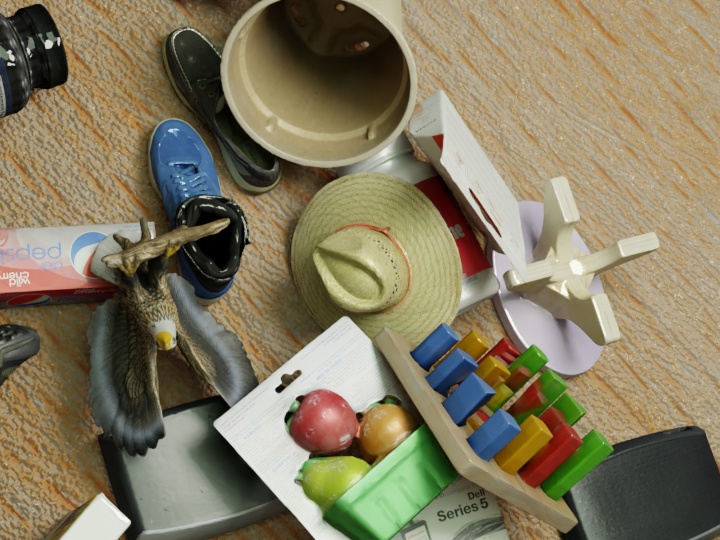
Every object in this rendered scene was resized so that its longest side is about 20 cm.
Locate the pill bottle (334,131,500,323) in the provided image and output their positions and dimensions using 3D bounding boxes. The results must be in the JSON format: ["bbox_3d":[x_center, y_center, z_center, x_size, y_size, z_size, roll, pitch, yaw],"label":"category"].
[{"bbox_3d":[0.056,-0.042,1.794,0.112,0.112,0.201,-26,84,-23],"label":"pill bottle"}]

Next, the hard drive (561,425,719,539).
[{"bbox_3d":[0.307,0.249,1.832,0.199,0.042,0.135,-15,80,-22],"label":"hard drive"}]

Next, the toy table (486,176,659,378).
[{"bbox_3d":[0.222,0.006,1.834,0.183,0.117,0.201,-26,83,-23],"label":"toy table"}]

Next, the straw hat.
[{"bbox_3d":[0.000,0.000,1.715,0.202,0.201,0.085,61,25,5],"label":"straw hat"}]

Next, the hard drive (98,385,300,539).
[{"bbox_3d":[-0.148,0.194,1.688,0.199,0.042,0.135,-14,80,-21],"label":"hard drive"}]

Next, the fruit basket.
[{"bbox_3d":[-0.013,0.170,1.648,0.200,0.094,0.185,44,63,14],"label":"fruit basket"}]

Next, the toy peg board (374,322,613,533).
[{"bbox_3d":[0.142,0.132,1.682,0.098,0.200,0.199,-45,136,11],"label":"toy peg board"}]

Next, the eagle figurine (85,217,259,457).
[{"bbox_3d":[-0.192,0.060,1.634,0.151,0.151,0.201,-57,143,-56],"label":"eagle figurine"}]

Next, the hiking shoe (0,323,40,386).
[{"bbox_3d":[-0.387,0.128,1.626,0.200,0.076,0.101,-34,120,-27],"label":"hiking shoe"}]

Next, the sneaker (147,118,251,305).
[{"bbox_3d":[-0.165,-0.073,1.730,0.076,0.111,0.201,-6,77,-20],"label":"sneaker"}]

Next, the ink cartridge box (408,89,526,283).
[{"bbox_3d":[0.109,-0.079,1.736,0.050,0.200,0.162,-30,111,18],"label":"ink cartridge box"}]

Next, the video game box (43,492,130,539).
[{"bbox_3d":[-0.302,0.299,1.540,0.047,0.182,0.200,41,67,-3],"label":"video game box"}]

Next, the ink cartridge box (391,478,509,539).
[{"bbox_3d":[0.075,0.294,1.719,0.145,0.084,0.201,-14,79,-21],"label":"ink cartridge box"}]

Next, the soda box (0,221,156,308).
[{"bbox_3d":[-0.304,-0.005,1.691,0.199,0.063,0.070,-4,76,-20],"label":"soda box"}]

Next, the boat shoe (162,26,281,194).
[{"bbox_3d":[-0.140,-0.178,1.792,0.072,0.066,0.201,-28,85,-23],"label":"boat shoe"}]

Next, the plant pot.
[{"bbox_3d":[-0.031,-0.241,1.770,0.200,0.201,0.184,27,34,-9],"label":"plant pot"}]

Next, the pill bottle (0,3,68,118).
[{"bbox_3d":[-0.399,-0.197,1.688,0.199,0.112,0.112,-22,83,-23],"label":"pill bottle"}]
